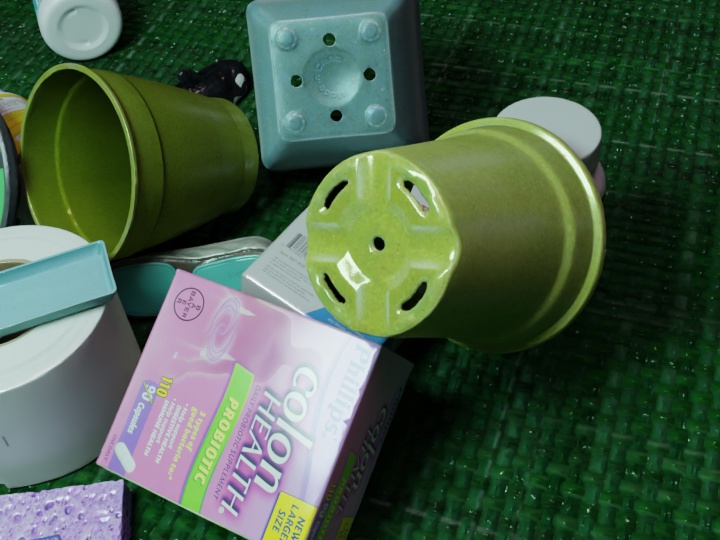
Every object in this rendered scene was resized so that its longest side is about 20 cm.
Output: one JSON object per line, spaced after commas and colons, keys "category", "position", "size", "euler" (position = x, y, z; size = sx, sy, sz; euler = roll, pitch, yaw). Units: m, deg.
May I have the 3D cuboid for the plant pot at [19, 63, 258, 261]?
{"category": "plant pot", "position": [-0.217, -0.114, 1.004], "size": [0.200, 0.201, 0.193], "euler": [34, 30, 32]}

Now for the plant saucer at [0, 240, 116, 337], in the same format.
{"category": "plant saucer", "position": [-0.309, 0.031, 0.819], "size": [0.199, 0.019, 0.070], "euler": [-19, 48, -10]}

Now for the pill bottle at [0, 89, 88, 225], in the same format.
{"category": "pill bottle", "position": [-0.396, -0.136, 1.106], "size": [0.114, 0.115, 0.200], "euler": [-38, 54, -26]}

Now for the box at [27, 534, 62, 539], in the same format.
{"category": "box", "position": [-0.227, 0.289, 0.676], "size": [0.048, 0.117, 0.200], "euler": [-46, 64, 21]}

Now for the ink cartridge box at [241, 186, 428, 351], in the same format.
{"category": "ink cartridge box", "position": [0.000, 0.000, 0.936], "size": [0.144, 0.084, 0.200], "euler": [33, 57, 14]}

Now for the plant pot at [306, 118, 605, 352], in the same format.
{"category": "plant pot", "position": [0.062, -0.023, 0.746], "size": [0.200, 0.201, 0.184], "euler": [30, 21, 30]}

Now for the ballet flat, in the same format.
{"category": "ballet flat", "position": [-0.176, 0.006, 0.995], "size": [0.199, 0.068, 0.064], "euler": [-8, 19, 3]}

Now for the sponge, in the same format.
{"category": "sponge", "position": [-0.294, 0.241, 0.803], "size": [0.199, 0.030, 0.112], "euler": [-7, 48, 0]}

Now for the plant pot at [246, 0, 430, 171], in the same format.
{"category": "plant pot", "position": [-0.025, -0.201, 1.015], "size": [0.196, 0.197, 0.200], "euler": [-5, 11, 2]}

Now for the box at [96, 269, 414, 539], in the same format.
{"category": "box", "position": [-0.086, 0.119, 0.797], "size": [0.199, 0.097, 0.176], "euler": [19, 83, 22]}

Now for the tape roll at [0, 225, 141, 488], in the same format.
{"category": "tape roll", "position": [-0.313, 0.075, 0.885], "size": [0.202, 0.139, 0.203], "euler": [-3, 46, 3]}

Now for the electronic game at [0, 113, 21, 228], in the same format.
{"category": "electronic game", "position": [-0.429, -0.101, 1.037], "size": [0.200, 0.201, 0.042], "euler": [33, 26, 31]}

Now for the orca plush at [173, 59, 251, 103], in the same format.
{"category": "orca plush", "position": [-0.228, -0.224, 1.197], "size": [0.199, 0.071, 0.105], "euler": [-23, 49, -14]}

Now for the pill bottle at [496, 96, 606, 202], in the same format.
{"category": "pill bottle", "position": [0.171, -0.055, 0.907], "size": [0.114, 0.200, 0.114], "euler": [-3, 47, 4]}

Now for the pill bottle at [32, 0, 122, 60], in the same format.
{"category": "pill bottle", "position": [-0.404, -0.390, 1.345], "size": [0.110, 0.111, 0.200], "euler": [-18, 48, -10]}
